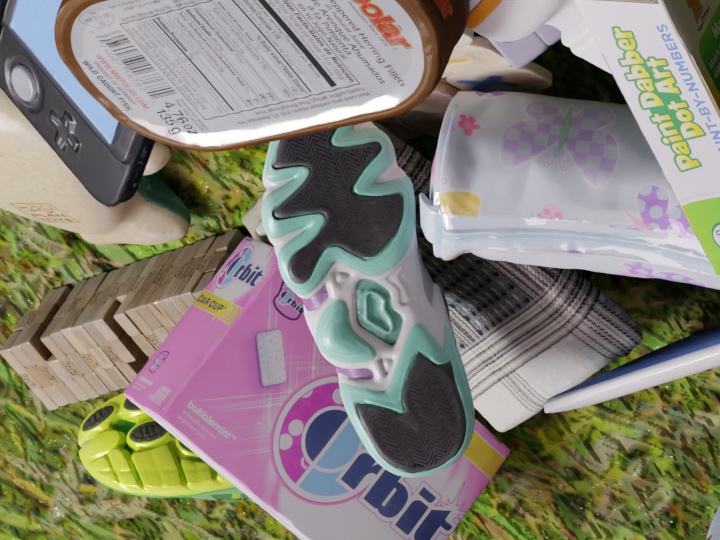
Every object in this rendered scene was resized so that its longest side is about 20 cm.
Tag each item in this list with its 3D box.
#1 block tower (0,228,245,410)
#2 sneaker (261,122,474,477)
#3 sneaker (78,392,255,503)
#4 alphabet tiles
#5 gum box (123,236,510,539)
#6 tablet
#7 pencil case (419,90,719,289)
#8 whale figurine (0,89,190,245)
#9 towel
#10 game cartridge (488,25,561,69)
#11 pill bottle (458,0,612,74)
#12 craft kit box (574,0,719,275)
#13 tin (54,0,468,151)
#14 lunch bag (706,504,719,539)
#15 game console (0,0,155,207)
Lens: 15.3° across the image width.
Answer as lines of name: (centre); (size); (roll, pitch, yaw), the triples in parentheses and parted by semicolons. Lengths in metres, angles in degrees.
block tower: (-0.128, 0.030, 1.596); (0.199, 0.054, 0.058); (-15, 123, 42)
sneaker: (0.000, 0.000, 1.372); (0.077, 0.140, 0.201); (-16, 99, 1)
sneaker: (-0.070, 0.115, 1.600); (0.199, 0.074, 0.084); (1, 148, 1)
alphabet tiles: (-0.014, -0.095, 1.324); (0.195, 0.015, 0.200); (-4, 167, 31)
gum box: (-0.019, 0.089, 1.507); (0.200, 0.114, 0.066); (42, 172, -23)
tablet: (0.197, 0.032, 1.332); (0.200, 0.130, 0.014); (-23, 88, 45)
pencil case: (0.131, -0.034, 1.298); (0.199, 0.091, 0.083); (8, 148, 8)
whale figurine: (-0.168, -0.082, 1.489); (0.158, 0.104, 0.200); (0, 156, 32)
towel: (0.036, 0.007, 1.443); (0.192, 0.035, 0.200); (37, 157, -7)
game cartridge: (0.056, -0.200, 1.206); (0.129, 0.038, 0.200); (-35, 110, 26)
pill bottle: (0.047, -0.168, 1.143); (0.199, 0.111, 0.111); (29, 142, -10)
craft kit box: (0.160, -0.137, 1.110); (0.048, 0.200, 0.198); (-2, 130, 36)
tin: (-0.046, -0.104, 1.152); (0.199, 0.042, 0.112); (-10, 139, 39)
lunch bag: (0.251, 0.178, 1.387); (0.160, 0.200, 0.075); (43, 137, -15)
game console: (-0.175, -0.130, 1.241); (0.172, 0.118, 0.200); (49, 142, 19)
